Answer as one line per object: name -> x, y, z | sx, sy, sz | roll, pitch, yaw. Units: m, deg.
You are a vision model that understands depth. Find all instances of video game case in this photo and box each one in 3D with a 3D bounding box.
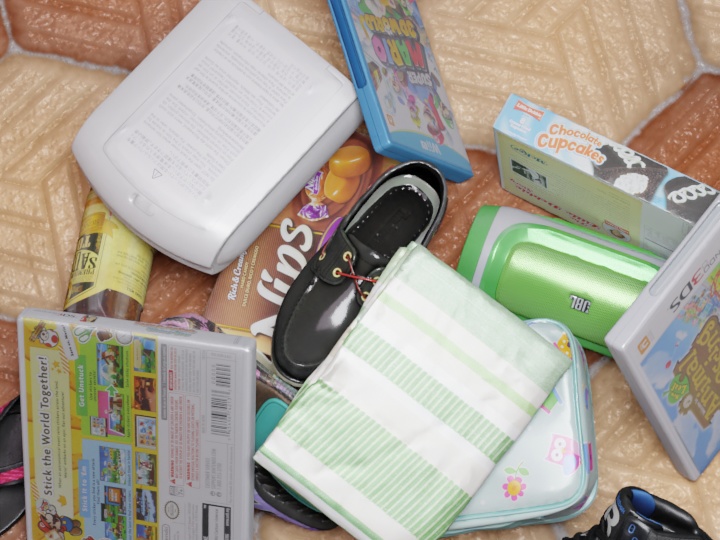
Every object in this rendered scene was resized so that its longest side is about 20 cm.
video game case -> -0.168, 0.132, 1.330 | 0.180, 0.023, 0.202 | 7, 115, 10
video game case -> 0.272, 0.039, 1.321 | 0.022, 0.200, 0.182 | 30, 74, 40
video game case -> 0.025, -0.175, 1.430 | 0.018, 0.143, 0.202 | -25, 71, 25

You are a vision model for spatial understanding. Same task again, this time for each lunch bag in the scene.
lunch bag -> 0.079, 0.126, 1.347 | 0.198, 0.077, 0.162 | -9, 79, 15

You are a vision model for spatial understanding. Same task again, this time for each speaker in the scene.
speaker -> 0.177, 0.016, 1.386 | 0.198, 0.089, 0.089 | 20, 74, 9

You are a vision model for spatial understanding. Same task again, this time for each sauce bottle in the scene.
sauce bottle -> -0.202, 0.020, 1.405 | 0.065, 0.066, 0.202 | 5, 64, 5

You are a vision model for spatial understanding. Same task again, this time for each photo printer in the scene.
photo printer -> -0.115, -0.107, 1.390 | 0.166, 0.070, 0.200 | 39, 76, 12

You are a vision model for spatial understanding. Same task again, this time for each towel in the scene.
towel -> 0.036, 0.100, 1.290 | 0.152, 0.023, 0.201 | 37, 85, 2

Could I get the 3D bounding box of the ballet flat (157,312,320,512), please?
ballet flat -> -0.072, 0.098, 1.345 | 0.200, 0.069, 0.071 | 40, 34, 9

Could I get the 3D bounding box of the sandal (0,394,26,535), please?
sandal -> -0.264, 0.131, 1.395 | 0.075, 0.045, 0.200 | 39, 78, 14

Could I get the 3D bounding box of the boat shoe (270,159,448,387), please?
boat shoe -> -0.002, -0.002, 1.342 | 0.073, 0.063, 0.202 | 35, 68, 6

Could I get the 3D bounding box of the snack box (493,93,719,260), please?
snack box -> 0.199, -0.060, 1.382 | 0.199, 0.116, 0.037 | 28, 74, 17

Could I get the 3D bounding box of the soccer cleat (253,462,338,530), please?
soccer cleat -> -0.104, 0.149, 1.378 | 0.199, 0.073, 0.069 | 29, 45, -5

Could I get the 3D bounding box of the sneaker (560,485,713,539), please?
sneaker -> 0.163, 0.207, 1.307 | 0.198, 0.113, 0.073 | 3, 32, -3

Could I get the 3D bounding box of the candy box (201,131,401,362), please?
candy box -> -0.040, -0.016, 1.423 | 0.116, 0.057, 0.202 | 20, 73, 10
